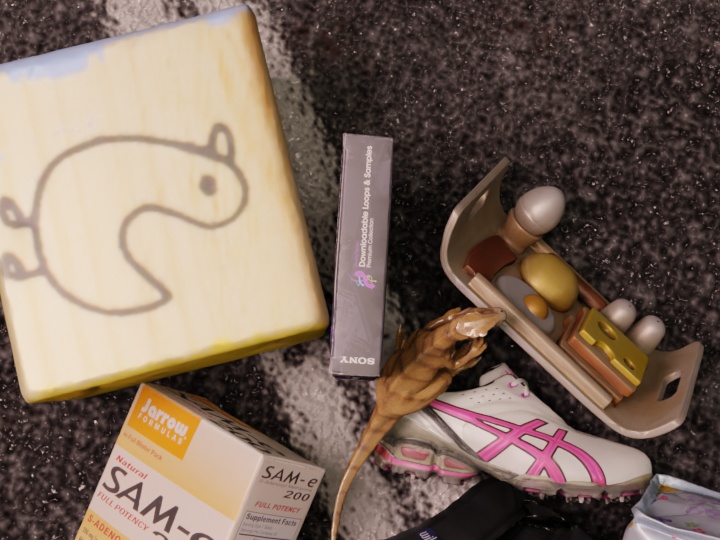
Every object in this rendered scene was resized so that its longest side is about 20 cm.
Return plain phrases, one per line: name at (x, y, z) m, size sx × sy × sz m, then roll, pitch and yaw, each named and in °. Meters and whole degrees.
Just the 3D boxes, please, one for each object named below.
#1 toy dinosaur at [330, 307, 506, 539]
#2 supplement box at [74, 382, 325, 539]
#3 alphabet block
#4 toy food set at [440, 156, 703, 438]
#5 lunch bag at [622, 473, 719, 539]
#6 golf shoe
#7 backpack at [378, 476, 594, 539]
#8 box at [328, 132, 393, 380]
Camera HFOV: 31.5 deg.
toy dinosaur at (0.026, 0.081, 0.848) m, size 0.060 × 0.106 × 0.201 m, roll 36°, pitch 119°, yaw 7°
supplement box at (-0.124, 0.193, 0.845) m, size 0.125 × 0.073 × 0.202 m, roll 22°, pitch 89°, yaw 37°
alphabet block at (-0.134, -0.033, 0.842) m, size 0.193 × 0.196 × 0.202 m, roll -15°, pitch 86°, yaw -2°
toy food set at (0.150, 0.013, 0.871) m, size 0.200 × 0.143 × 0.060 m, roll 43°, pitch 117°, yaw 2°
lunch bag at (0.262, 0.249, 0.834) m, size 0.198 × 0.127 × 0.171 m, roll 14°, pitch 101°, yaw 23°
golf shoe at (0.112, 0.113, 0.900) m, size 0.198 × 0.073 × 0.093 m, roll 10°, pitch 83°, yaw -1°
backpack at (0.072, 0.226, 0.806) m, size 0.166 × 0.200 × 0.127 m, roll 38°, pitch 126°, yaw 10°
box at (0.000, 0.000, 0.840) m, size 0.036 × 0.200 × 0.145 m, roll 3°, pitch 85°, yaw 1°
